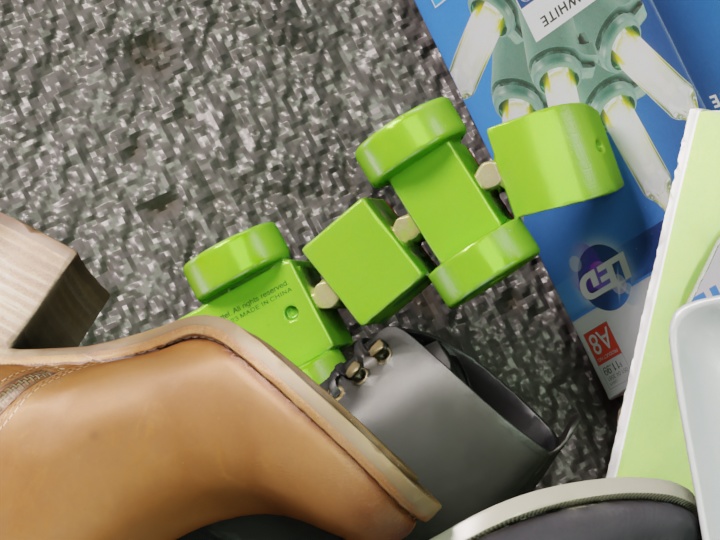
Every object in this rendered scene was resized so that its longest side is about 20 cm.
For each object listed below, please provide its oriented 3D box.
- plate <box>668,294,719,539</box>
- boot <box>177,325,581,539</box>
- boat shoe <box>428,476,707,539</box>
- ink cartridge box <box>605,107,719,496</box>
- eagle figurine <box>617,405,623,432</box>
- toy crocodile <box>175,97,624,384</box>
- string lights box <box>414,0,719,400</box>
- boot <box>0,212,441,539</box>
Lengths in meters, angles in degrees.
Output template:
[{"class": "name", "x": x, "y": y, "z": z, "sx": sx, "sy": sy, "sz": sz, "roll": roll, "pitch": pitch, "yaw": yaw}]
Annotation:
[{"class": "plate", "x": 0.202, "y": 0.091, "z": 0.781, "sx": 0.199, "sy": 0.032, "sz": 0.200, "roll": -12, "pitch": 75, "yaw": 19}, {"class": "boot", "x": -0.038, "y": 0.053, "z": 0.883, "sx": 0.200, "sy": 0.077, "sz": 0.139, "roll": 33, "pitch": 103, "yaw": 2}, {"class": "boat shoe", "x": 0.026, "y": 0.118, "z": 0.786, "sx": 0.199, "sy": 0.073, "sz": 0.063, "roll": -15, "pitch": 55, "yaw": -25}, {"class": "ink cartridge box", "x": 0.195, "y": 0.035, "z": 0.855, "sx": 0.199, "sy": 0.076, "sz": 0.148, "roll": 10, "pitch": 82, "yaw": 24}, {"class": "eagle figurine", "x": 0.091, "y": 0.176, "z": 0.896, "sx": 0.151, "sy": 0.151, "sz": 0.200, "roll": 32, "pitch": 59, "yaw": -14}, {"class": "toy crocodile", "x": 0.000, "y": 0.000, "z": 0.932, "sx": 0.200, "sy": 0.062, "sz": 0.068, "roll": -34, "pitch": 83, "yaw": 9}, {"class": "string lights box", "x": 0.097, "y": -0.067, "z": 0.966, "sx": 0.059, "sy": 0.103, "sz": 0.201, "roll": -17, "pitch": 78, "yaw": -44}, {"class": "boot", "x": -0.088, "y": 0.081, "z": 0.810, "sx": 0.199, "sy": 0.077, "sz": 0.156, "roll": 26, "pitch": 77, "yaw": 21}]
